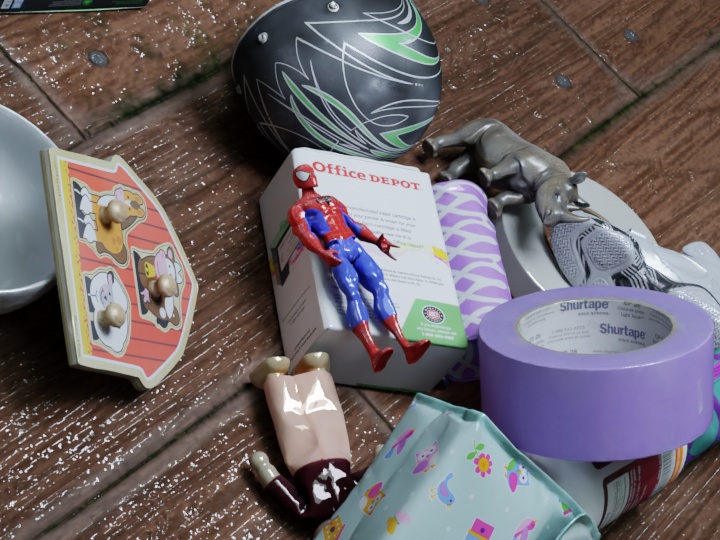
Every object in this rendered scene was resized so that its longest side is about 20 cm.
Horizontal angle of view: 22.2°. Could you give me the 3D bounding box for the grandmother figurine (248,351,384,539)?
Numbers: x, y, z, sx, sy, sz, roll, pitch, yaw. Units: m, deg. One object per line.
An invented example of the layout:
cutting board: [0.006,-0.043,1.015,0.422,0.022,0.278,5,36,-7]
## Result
grandmother figurine: [-0.030,0.166,1.518,0.121,0.061,0.200,-9,60,-8]

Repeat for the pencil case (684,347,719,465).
pencil case: [0.321,0.127,1.764,0.085,0.092,0.200,34,36,27]

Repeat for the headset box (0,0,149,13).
headset box: [-0.296,-0.349,1.734,0.174,0.093,0.200,-10,61,-39]

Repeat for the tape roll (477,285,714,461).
tape roll: [0.202,0.085,1.574,0.200,0.085,0.200,-3,20,1]

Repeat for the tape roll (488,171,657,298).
tape roll: [0.220,-0.015,1.855,0.203,0.037,0.203,18,47,-21]

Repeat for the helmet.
helmet: [-0.020,-0.186,1.721,0.200,0.200,0.191,28,32,-12]

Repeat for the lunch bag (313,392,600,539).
lunch bag: [0.086,0.224,1.445,0.200,0.122,0.170,45,74,-26]

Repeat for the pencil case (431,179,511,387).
pencil case: [0.099,0.011,1.718,0.086,0.084,0.200,46,29,-51]

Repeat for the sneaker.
sneaker: [0.283,0.001,1.808,0.200,0.075,0.115,36,30,11]

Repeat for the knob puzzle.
knob puzzle: [-0.181,-0.001,1.500,0.220,0.030,0.220,45,37,-49]

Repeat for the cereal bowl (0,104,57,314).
cereal bowl: [-0.324,-0.043,1.465,0.200,0.083,0.200,19,46,-21]

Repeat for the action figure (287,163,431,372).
action figure: [-0.008,-0.010,1.563,0.065,0.052,0.200,-15,60,-32]

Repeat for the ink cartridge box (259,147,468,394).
ink cartridge box: [0.000,0.000,1.653,0.145,0.084,0.200,9,51,-27]

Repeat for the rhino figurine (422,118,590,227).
rhino figurine: [0.155,-0.093,1.797,0.087,0.060,0.200,-29,41,-26]

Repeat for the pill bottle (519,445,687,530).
pill bottle: [0.189,0.174,1.617,0.200,0.113,0.113,-21,69,-44]
